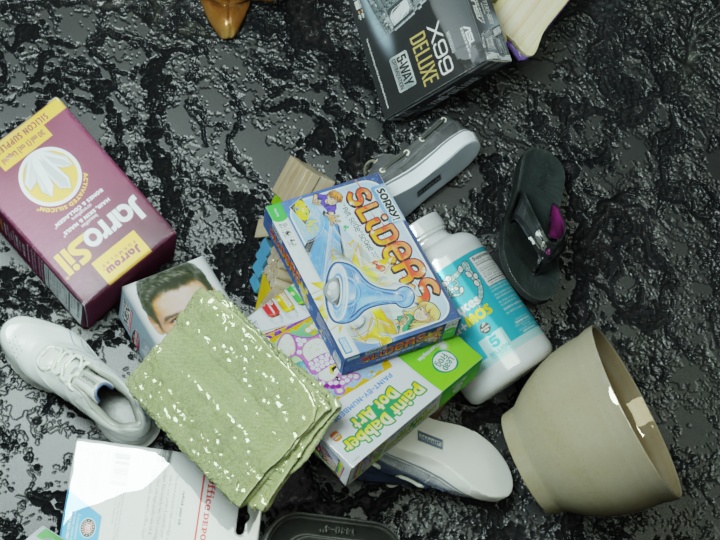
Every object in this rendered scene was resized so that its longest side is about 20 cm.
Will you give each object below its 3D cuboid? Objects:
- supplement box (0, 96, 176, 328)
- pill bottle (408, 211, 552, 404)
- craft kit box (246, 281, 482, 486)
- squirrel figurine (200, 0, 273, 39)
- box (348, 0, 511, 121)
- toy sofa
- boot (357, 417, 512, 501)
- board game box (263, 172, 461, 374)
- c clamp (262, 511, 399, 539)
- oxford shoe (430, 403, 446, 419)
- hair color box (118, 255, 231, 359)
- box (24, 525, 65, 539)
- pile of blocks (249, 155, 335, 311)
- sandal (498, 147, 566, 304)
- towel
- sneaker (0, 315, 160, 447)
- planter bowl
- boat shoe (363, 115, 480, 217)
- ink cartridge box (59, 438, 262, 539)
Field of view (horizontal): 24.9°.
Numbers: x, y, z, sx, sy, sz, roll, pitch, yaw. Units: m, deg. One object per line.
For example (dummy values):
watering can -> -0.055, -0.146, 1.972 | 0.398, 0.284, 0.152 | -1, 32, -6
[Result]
supplement box -> -0.309, -0.060, 1.737 | 0.131, 0.103, 0.200 | -41, 84, -17
pill bottle -> 0.110, 0.037, 1.762 | 0.111, 0.111, 0.200 | -33, 81, -14
craft kit box -> -0.012, 0.091, 1.673 | 0.198, 0.049, 0.200 | 42, 58, 16
squirrel figurine -> -0.132, -0.390, 1.804 | 0.141, 0.187, 0.200 | -28, 80, -13
box -> 0.069, -0.289, 1.823 | 0.050, 0.158, 0.200 | -3, 72, -48
toy sofa -> 0.196, -0.328, 1.884 | 0.098, 0.083, 0.200 | 39, 74, -7
boot -> 0.063, 0.203, 1.739 | 0.200, 0.090, 0.073 | 30, 47, -26
board game box -> 0.000, 0.000, 1.690 | 0.135, 0.034, 0.200 | -19, 61, -20
c clamp -> -0.039, 0.336, 1.680 | 0.200, 0.027, 0.171 | 5, 74, -29
oxford shoe -> -0.003, 0.129, 1.741 | 0.200, 0.075, 0.071 | -3, 76, -8
hair color box -> -0.164, 0.091, 1.705 | 0.099, 0.061, 0.200 | -22, 63, -25
box -> -0.285, 0.382, 1.594 | 0.200, 0.097, 0.177 | 31, 97, 2
pile of blocks -> -0.072, -0.022, 1.787 | 0.062, 0.082, 0.200 | 22, 78, -35
sandal -> 0.196, -0.058, 1.801 | 0.075, 0.048, 0.201 | 19, 56, -19
towel -> -0.127, 0.127, 1.605 | 0.200, 0.036, 0.148 | 41, 95, 18
sneaker -> -0.292, 0.109, 1.703 | 0.200, 0.087, 0.075 | 34, 76, 3
planter bowl -> 0.232, 0.176, 1.713 | 0.135, 0.200, 0.200 | -28, 79, 13
boat shoe -> 0.040, -0.107, 1.817 | 0.200, 0.070, 0.066 | -38, 66, -12
ink cartridge box -> -0.203, 0.248, 1.687 | 0.200, 0.067, 0.116 | 9, 74, -5
